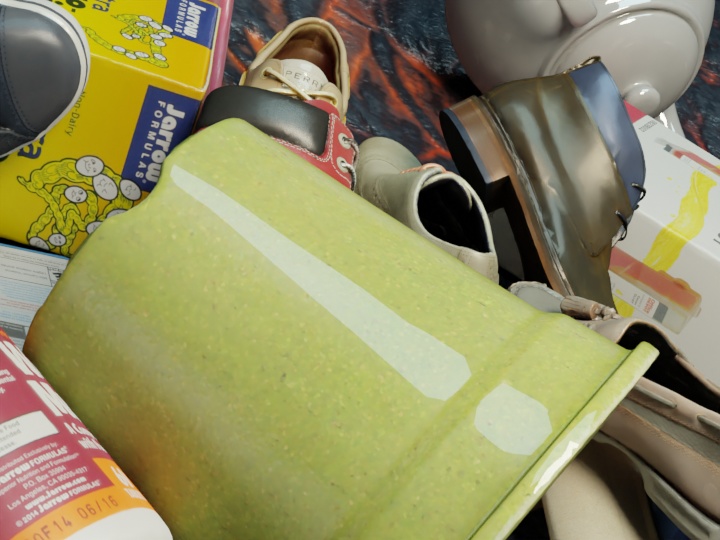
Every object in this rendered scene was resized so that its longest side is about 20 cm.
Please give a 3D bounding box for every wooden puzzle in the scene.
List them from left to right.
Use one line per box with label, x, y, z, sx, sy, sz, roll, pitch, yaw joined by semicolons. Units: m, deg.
wooden puzzle;0.178;0.111;0.987;0.199;0.047;0.186;25;24;-14

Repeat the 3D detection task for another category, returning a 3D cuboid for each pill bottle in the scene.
pill bottle;-0.166;0.060;0.724;0.200;0.110;0.109;47;32;18

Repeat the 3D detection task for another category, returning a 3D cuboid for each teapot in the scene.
teapot;0.156;-0.160;1.349;0.198;0.198;0.147;-2;47;-25

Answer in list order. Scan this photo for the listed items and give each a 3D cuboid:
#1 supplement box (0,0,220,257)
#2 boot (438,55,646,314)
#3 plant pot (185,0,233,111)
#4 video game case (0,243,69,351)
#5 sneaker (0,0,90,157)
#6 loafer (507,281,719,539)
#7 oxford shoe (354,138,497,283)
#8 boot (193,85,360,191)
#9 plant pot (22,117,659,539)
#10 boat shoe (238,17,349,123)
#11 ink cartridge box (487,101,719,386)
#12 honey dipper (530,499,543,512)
supplement box;-0.179;-0.092;0.991;0.198;0.110;0.110;16;28;-9
boot;0.130;-0.021;1.105;0.201;0.096;0.075;62;-8;8
plant pot;-0.156;-0.182;1.120;0.177;0.202;0.201;7;29;-3
video game case;-0.173;0.044;0.874;0.142;0.018;0.201;13;30;-26
sneaker;-0.217;-0.066;0.897;0.198;0.079;0.080;-13;23;2
loafer;0.134;0.052;0.926;0.071;0.063;0.200;-6;34;-35
oxford shoe;0.038;-0.028;1.106;0.070;0.074;0.200;10;29;-23
boot;0.000;0.000;0.920;0.199;0.072;0.145;31;53;-6
plant pot;-0.020;0.049;0.772;0.184;0.201;0.200;41;29;9
boat shoe;-0.044;-0.091;1.167;0.073;0.070;0.200;22;27;-9
ink cartridge box;0.178;-0.019;1.223;0.199;0.084;0.145;34;28;13
honey dipper;0.074;0.112;0.963;0.038;0.038;0.199;38;25;22
